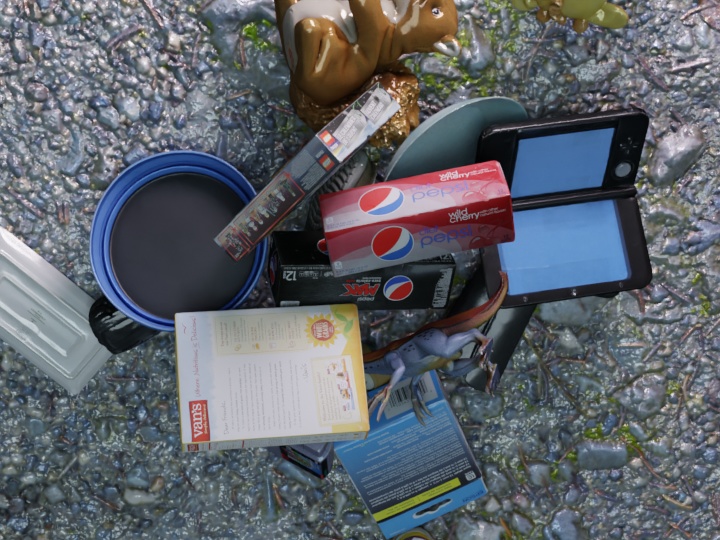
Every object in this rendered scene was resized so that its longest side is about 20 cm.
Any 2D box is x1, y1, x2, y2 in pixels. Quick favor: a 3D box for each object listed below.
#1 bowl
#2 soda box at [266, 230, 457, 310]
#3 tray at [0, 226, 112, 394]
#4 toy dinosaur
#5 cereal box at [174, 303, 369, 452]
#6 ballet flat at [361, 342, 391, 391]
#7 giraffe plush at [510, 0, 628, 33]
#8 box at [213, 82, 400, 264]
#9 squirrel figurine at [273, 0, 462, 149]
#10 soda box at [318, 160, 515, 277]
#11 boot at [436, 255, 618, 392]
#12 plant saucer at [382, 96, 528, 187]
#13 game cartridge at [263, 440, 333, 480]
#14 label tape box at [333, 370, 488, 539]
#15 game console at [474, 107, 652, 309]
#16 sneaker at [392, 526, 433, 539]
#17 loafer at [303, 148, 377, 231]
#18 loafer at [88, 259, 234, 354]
[{"bbox_3d":[-0.198,-0.030,1.637,0.198,0.039,0.203,-1,78,3],"label":"bowl"},{"bbox_3d":[0.000,0.000,1.626,0.197,0.071,0.064,0,125,-14],"label":"soda box"},{"bbox_3d":[-0.372,0.050,1.701,0.200,0.022,0.107,40,101,-15],"label":"tray"},{"bbox_3d":[0.064,0.099,1.647,0.180,0.202,0.105,8,154,24],"label":"toy dinosaur"},{"bbox_3d":[-0.095,0.112,1.565,0.197,0.040,0.146,-3,68,-7],"label":"cereal box"},{"bbox_3d":[-0.027,0.098,1.698,0.200,0.068,0.063,48,54,-37],"label":"ballet flat"},{"bbox_3d":[0.237,-0.341,1.570,0.199,0.172,0.163,-29,137,-25],"label":"giraffe plush"},{"bbox_3d":[-0.056,-0.100,1.536,0.040,0.137,0.200,46,131,-3],"label":"box"},{"bbox_3d":[0.014,-0.236,1.604,0.184,0.142,0.202,-12,123,-12],"label":"squirrel figurine"},{"bbox_3d":[0.059,-0.055,1.560,0.198,0.070,0.064,-12,128,0],"label":"soda box"},{"bbox_3d":[0.192,0.057,1.726,0.164,0.066,0.201,29,98,-1],"label":"boot"},{"bbox_3d":[0.094,-0.124,1.636,0.200,0.039,0.202,-27,149,-18],"label":"plant saucer"},{"bbox_3d":[-0.090,0.184,1.666,0.129,0.200,0.039,32,76,9],"label":"game cartridge"},{"bbox_3d":[0.057,0.218,1.762,0.142,0.066,0.201,-24,136,2],"label":"label tape box"},{"bbox_3d":[0.230,-0.070,1.636,0.198,0.117,0.177,-8,136,-13],"label":"game console"},{"bbox_3d":[0.105,0.411,1.822,0.075,0.090,0.200,-37,110,7],"label":"sneaker"},{"bbox_3d":[-0.024,-0.046,1.682,0.069,0.075,0.201,13,117,-25],"label":"loafer"},{"bbox_3d":[-0.212,0.030,1.691,0.199,0.068,0.071,-27,129,-1],"label":"loafer"}]
